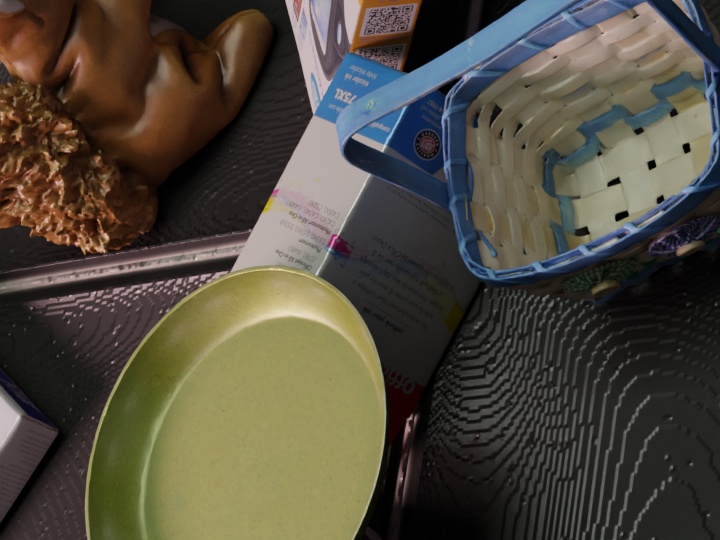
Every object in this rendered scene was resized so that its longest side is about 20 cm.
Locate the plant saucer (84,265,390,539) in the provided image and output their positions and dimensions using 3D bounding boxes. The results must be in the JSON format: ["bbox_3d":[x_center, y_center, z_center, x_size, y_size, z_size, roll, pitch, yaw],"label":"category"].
[{"bbox_3d":[-0.057,0.097,1.406,0.199,0.031,0.201,-17,61,34],"label":"plant saucer"}]

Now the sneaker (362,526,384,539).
[{"bbox_3d":[-0.023,0.172,1.439,0.070,0.108,0.200,-49,45,9],"label":"sneaker"}]

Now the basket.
[{"bbox_3d":[0.110,-0.072,1.382,0.176,0.200,0.140,-28,51,29],"label":"basket"}]

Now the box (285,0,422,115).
[{"bbox_3d":[-0.007,-0.154,1.557,0.200,0.041,0.120,109,151,-59],"label":"box"}]

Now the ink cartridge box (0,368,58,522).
[{"bbox_3d":[-0.297,0.130,1.757,0.200,0.041,0.200,-54,44,5],"label":"ink cartridge box"}]

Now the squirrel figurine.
[{"bbox_3d":[-0.186,-0.114,1.682,0.141,0.186,0.201,14,78,45],"label":"squirrel figurine"}]

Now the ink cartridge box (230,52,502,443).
[{"bbox_3d":[0.000,0.000,1.505,0.067,0.116,0.201,25,85,45],"label":"ink cartridge box"}]
